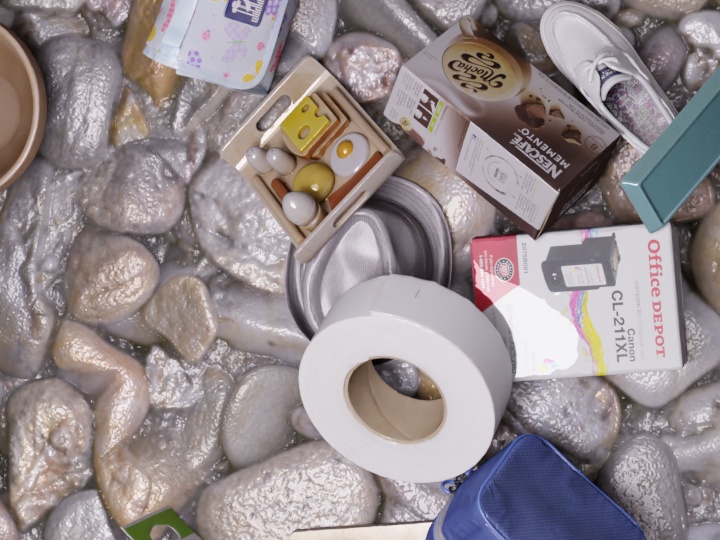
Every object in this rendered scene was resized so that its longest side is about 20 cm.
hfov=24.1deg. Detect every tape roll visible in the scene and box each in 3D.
[{"bbox_3d":[0.044,0.106,1.628,0.201,0.071,0.204,12,127,16],"label":"tape roll"}]

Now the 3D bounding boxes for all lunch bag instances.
[{"bbox_3d":[0.159,0.267,1.635,0.200,0.136,0.132,43,137,4],"label":"lunch bag"},{"bbox_3d":[-0.130,-0.268,1.672,0.126,0.200,0.171,21,95,11],"label":"lunch bag"}]

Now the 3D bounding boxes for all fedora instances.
[{"bbox_3d":[0.000,0.000,1.704,0.176,0.090,0.202,18,95,11],"label":"fedora"}]

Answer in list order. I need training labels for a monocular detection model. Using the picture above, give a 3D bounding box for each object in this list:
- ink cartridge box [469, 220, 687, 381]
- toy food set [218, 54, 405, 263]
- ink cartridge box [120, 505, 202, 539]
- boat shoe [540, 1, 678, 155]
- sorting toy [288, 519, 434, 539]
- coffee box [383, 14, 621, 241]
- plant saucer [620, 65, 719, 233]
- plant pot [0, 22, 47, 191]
[{"bbox_3d":[0.216,0.030,1.661,0.198,0.083,0.147,-5,89,13],"label":"ink cartridge box"},{"bbox_3d":[-0.054,-0.115,1.689,0.144,0.060,0.200,-47,46,9],"label":"toy food set"},{"bbox_3d":[-0.174,0.346,1.722,0.200,0.148,0.076,46,101,9],"label":"ink cartridge box"},{"bbox_3d":[0.247,-0.182,1.649,0.072,0.068,0.201,-34,84,11],"label":"boat shoe"},{"bbox_3d":[0.025,0.363,1.717,0.197,0.070,0.202,-6,90,13],"label":"sorting toy"},{"bbox_3d":[0.137,-0.141,1.642,0.200,0.080,0.113,41,55,14],"label":"coffee box"},{"bbox_3d":[0.326,-0.127,1.605,0.200,0.019,0.070,-48,123,-18],"label":"plant saucer"},{"bbox_3d":[-0.417,-0.172,1.792,0.199,0.093,0.203,0,92,12],"label":"plant pot"}]
